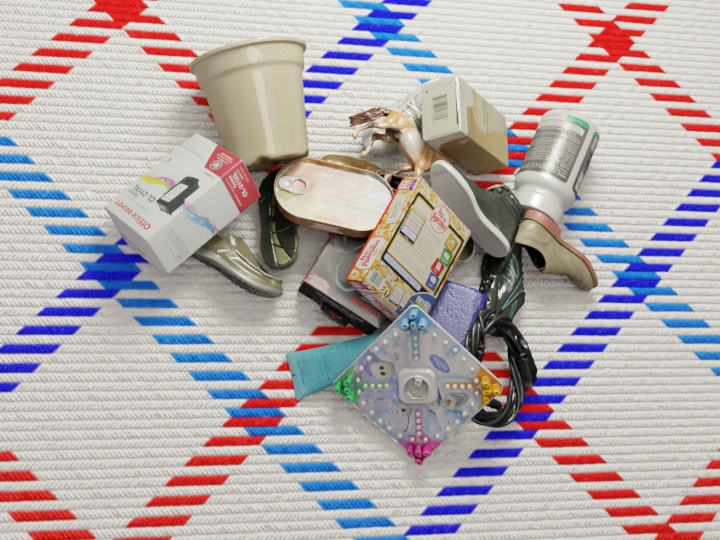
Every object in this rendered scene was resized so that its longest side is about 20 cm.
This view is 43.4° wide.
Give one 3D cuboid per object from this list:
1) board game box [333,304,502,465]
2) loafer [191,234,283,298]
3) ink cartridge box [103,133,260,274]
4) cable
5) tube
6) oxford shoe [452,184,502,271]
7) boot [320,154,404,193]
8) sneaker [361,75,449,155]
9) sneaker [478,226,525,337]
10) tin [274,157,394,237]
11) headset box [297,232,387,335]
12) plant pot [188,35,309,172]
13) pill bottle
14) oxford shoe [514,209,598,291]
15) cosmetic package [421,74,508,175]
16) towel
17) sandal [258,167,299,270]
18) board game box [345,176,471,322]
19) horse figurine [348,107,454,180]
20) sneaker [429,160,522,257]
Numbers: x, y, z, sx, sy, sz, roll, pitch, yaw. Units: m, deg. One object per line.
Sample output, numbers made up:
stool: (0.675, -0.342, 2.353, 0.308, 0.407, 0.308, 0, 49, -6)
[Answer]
board game box: (0.089, 0.187, 1.432, 0.200, 0.026, 0.200, 42, 110, -8)
loafer: (-0.205, -0.024, 1.476, 0.199, 0.075, 0.070, 32, 76, -3)
ink cartridge box: (-0.283, -0.109, 1.440, 0.200, 0.083, 0.145, -42, 47, -18)
cable: (0.215, 0.157, 1.490, 0.163, 0.051, 0.201, -37, 118, -28)
tube: (-0.020, 0.145, 1.471, 0.198, 0.050, 0.078, -17, 75, 6)
oxford shoe: (0.203, -0.076, 1.586, 0.075, 0.058, 0.200, 43, 70, 3)
boot: (0.022, -0.158, 1.559, 0.198, 0.075, 0.074, 20, 75, -5)
sneaker: (0.083, -0.280, 1.588, 0.200, 0.100, 0.075, -40, 88, -16)
sneaker: (0.249, 0.021, 1.574, 0.079, 0.075, 0.202, 28, 74, -23)
tin: (-0.044, -0.117, 1.479, 0.198, 0.042, 0.113, 14, 62, 0)
headset box: (0.000, 0.000, 1.514, 0.148, 0.077, 0.201, 33, 71, -3)
plant pot: (-0.166, -0.265, 1.497, 0.198, 0.200, 0.185, -13, 90, -15)
pill bottle: (0.341, -0.175, 1.610, 0.112, 0.113, 0.201, 28, 72, -4)
oxford shoe: (0.336, -0.017, 1.576, 0.200, 0.070, 0.075, 41, 75, -22)
cosmetic package: (0.182, -0.245, 1.552, 0.071, 0.199, 0.106, -10, 74, 31)
towel: (0.116, 0.112, 1.509, 0.146, 0.050, 0.202, 18, 74, 15)
sandal: (-0.132, -0.086, 1.515, 0.079, 0.057, 0.203, -1, 64, 10)
board game box: (0.082, -0.025, 1.460, 0.151, 0.046, 0.201, 43, 68, -33)
horse figurine: (0.068, -0.206, 1.526, 0.132, 0.050, 0.201, -35, 83, -22)
sneaker: (0.199, -0.125, 1.532, 0.200, 0.070, 0.099, 48, 53, -15)
